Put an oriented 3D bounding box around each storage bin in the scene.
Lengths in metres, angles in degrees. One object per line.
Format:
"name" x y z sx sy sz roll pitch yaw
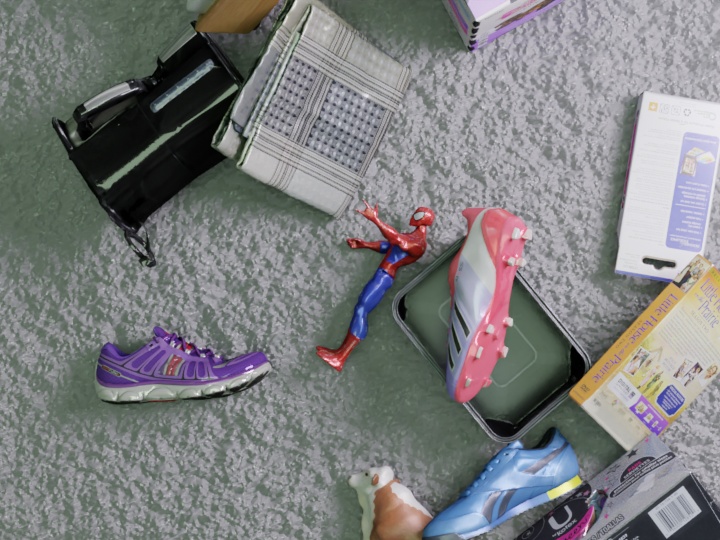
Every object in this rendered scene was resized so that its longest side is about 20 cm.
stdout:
"storage bin" 0.139 0.070 1.414 0.135 0.094 0.200 -40 87 3

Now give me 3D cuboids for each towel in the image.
"towel" -0.045 -0.171 1.392 0.199 0.034 0.194 27 92 -42

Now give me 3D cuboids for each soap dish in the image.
"soap dish" -0.102 -0.356 1.368 0.081 0.157 0.202 25 59 -22

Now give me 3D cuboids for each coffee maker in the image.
"coffee maker" -0.199 -0.139 1.416 0.199 0.135 0.193 -35 93 2

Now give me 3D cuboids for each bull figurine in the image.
"bull figurine" 0.054 0.307 1.435 0.199 0.065 0.122 35 96 4

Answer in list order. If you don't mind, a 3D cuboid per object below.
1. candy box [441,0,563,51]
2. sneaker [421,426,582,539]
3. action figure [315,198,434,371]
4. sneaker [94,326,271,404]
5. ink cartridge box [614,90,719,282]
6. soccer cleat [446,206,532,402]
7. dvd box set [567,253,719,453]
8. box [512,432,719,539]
"candy box" 0.172 -0.310 1.356 0.167 0.200 0.072 -28 89 3
"sneaker" 0.144 0.231 1.407 0.199 0.066 0.079 -22 89 -21
"action figure" 0.000 0.000 1.434 0.099 0.065 0.201 37 92 -7
"sneaker" -0.198 0.102 1.442 0.198 0.081 0.084 -3 84 4
"ink cartridge box" 0.337 -0.089 1.430 0.094 0.037 0.202 9 88 2
"soccer cleat" 0.117 0.034 1.346 0.076 0.066 0.202 19 98 34
"dvd box set" 0.324 0.095 1.389 0.200 0.146 0.029 -48 44 3
"box" 0.281 0.293 1.383 0.199 0.115 0.132 -38 107 2
